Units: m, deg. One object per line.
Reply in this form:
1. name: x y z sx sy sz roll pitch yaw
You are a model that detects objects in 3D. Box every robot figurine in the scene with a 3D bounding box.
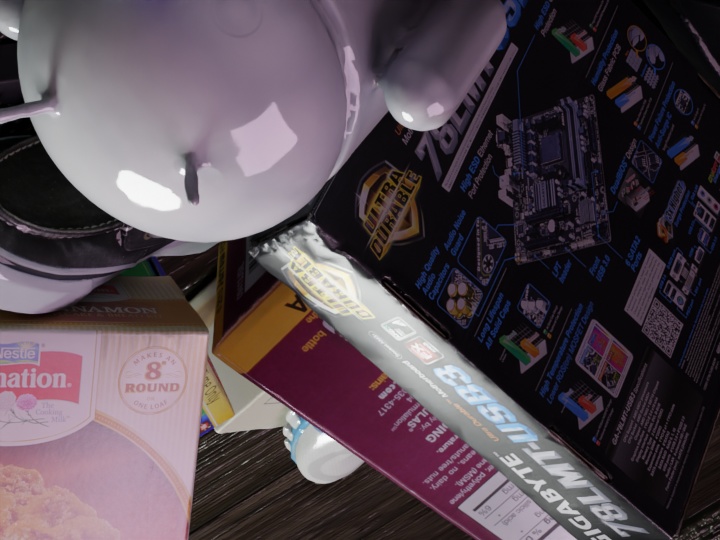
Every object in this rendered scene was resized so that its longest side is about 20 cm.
1. robot figurine: -0.036 -0.085 0.668 0.200 0.168 0.114 -50 145 -47

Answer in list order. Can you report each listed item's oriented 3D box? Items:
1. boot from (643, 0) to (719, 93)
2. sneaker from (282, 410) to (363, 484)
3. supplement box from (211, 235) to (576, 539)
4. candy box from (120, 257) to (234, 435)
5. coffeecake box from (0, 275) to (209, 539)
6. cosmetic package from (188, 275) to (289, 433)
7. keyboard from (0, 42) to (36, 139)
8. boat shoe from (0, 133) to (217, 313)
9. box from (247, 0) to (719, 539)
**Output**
1. boot: 0.166 -0.118 0.986 0.074 0.198 0.162 -57 134 -10
2. sneaker: 0.030 0.073 1.060 0.075 0.087 0.200 -17 158 -41
3. supplement box: 0.041 0.022 0.896 0.200 0.131 0.103 36 115 -23
4. candy box: -0.170 0.068 0.973 0.199 0.077 0.169 -31 159 -5
5. coffeecake box: -0.150 0.105 0.811 0.152 0.073 0.202 1 107 -20
6. cosmetic package: 0.000 0.000 1.076 0.200 0.071 0.105 -40 160 25
7. keyboard: -0.083 -0.083 0.817 0.199 0.021 0.127 -15 155 -43
8. boat shoe: -0.095 -0.039 0.798 0.071 0.072 0.200 -42 171 28
9. box: 0.075 -0.024 0.813 0.050 0.198 0.201 -26 -149 50
